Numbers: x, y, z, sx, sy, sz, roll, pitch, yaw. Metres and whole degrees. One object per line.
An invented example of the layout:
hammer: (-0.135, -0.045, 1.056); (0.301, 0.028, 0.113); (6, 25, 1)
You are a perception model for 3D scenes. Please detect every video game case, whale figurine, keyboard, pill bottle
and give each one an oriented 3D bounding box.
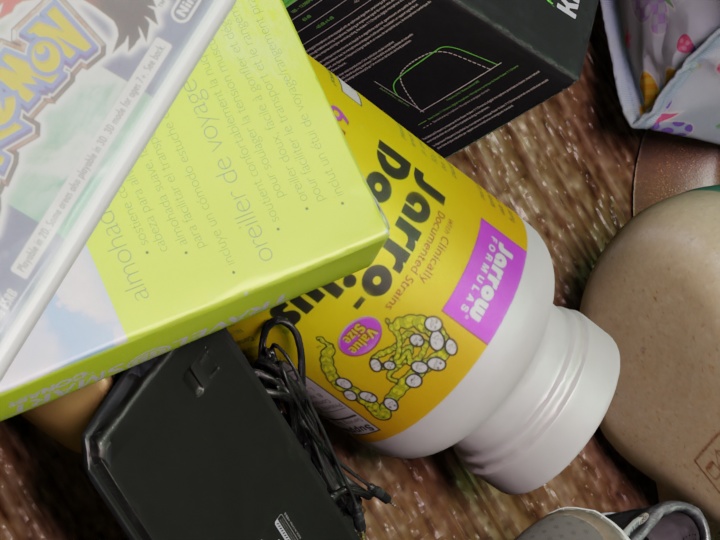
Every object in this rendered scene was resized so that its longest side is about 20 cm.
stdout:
video game case: (-0.147, -0.084, 0.921); (0.182, 0.023, 0.200); (31, 69, -1)
whale figurine: (0.176, 0.056, 1.154); (0.104, 0.159, 0.200); (-20, 64, -38)
keyboard: (-0.034, 0.098, 1.031); (0.104, 0.040, 0.200); (-53, 128, -33)
pill bottle: (0.000, 0.000, 1.072); (0.200, 0.104, 0.105); (36, 53, -22)

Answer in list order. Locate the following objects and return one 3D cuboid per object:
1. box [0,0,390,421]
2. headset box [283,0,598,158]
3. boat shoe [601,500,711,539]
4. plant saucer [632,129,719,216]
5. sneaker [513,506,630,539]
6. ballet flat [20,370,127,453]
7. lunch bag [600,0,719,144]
box: (-0.105, -0.023, 0.950); (0.199, 0.048, 0.122); (-22, 78, -15)
headset box: (-0.001, -0.174, 1.153); (0.200, 0.093, 0.175); (31, 54, -24)
boat shoe: (0.081, 0.167, 1.091); (0.072, 0.068, 0.200); (45, 50, -15)
plant saucer: (0.205, -0.005, 1.288); (0.200, 0.032, 0.201); (17, 61, -33)
sneaker: (0.041, 0.154, 1.018); (0.200, 0.077, 0.082); (-58, 148, -30)
ballet flat: (-0.145, -0.018, 1.000); (0.063, 0.069, 0.201); (-20, 77, -28)
lunch bag: (0.191, -0.147, 1.261); (0.169, 0.127, 0.201); (10, 54, -26)
